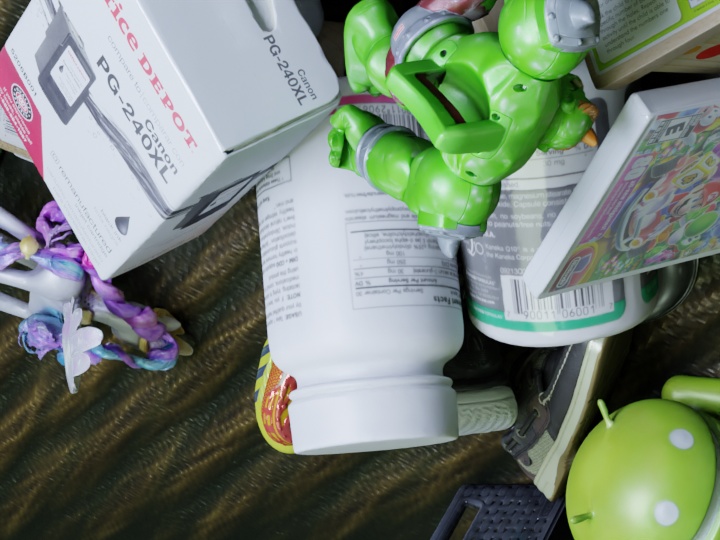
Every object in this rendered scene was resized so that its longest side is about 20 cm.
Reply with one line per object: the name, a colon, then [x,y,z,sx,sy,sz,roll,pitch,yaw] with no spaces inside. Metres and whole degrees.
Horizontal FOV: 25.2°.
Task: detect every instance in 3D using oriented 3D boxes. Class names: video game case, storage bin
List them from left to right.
storage bin: [0.124,0.262,1.137,0.093,0.135,0.201,-4,121,34]
video game case: [0.191,-0.052,0.826,0.018,0.199,0.144,60,147,27]

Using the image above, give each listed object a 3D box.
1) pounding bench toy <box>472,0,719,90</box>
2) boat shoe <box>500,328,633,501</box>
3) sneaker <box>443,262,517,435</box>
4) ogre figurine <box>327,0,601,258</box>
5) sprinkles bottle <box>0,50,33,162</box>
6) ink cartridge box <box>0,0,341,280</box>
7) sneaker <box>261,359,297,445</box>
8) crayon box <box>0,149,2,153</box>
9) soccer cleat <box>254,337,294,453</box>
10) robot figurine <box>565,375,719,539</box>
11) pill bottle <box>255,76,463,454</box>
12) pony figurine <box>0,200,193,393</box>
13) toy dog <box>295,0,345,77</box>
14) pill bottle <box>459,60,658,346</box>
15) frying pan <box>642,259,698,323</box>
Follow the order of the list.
pounding bench toy: [0.160,-0.153,0.779,0.199,0.155,0.125,-28,74,42]
boat shoe: [0.124,0.079,1.030,0.066,0.072,0.201,29,149,16]
sneaker: [0.047,0.053,1.071,0.200,0.075,0.115,155,112,-71]
ogre figurine: [0.045,-0.094,0.723,0.200,0.098,0.120,-46,50,25]
sprinkles bottle: [-0.186,-0.095,1.064,0.199,0.068,0.069,21,134,40]
ink cartridge box: [-0.113,-0.101,0.874,0.146,0.083,0.200,60,148,4]
sneaker: [-0.021,0.017,1.016,0.077,0.201,0.073,-3,150,45]
crayon box: [-0.336,-0.045,1.187,0.051,0.127,0.200,41,136,5]
soccer cleat: [-0.047,0.065,1.127,0.064,0.084,0.201,29,133,10]
robot figurine: [0.211,0.153,0.992,0.199,0.177,0.115,27,153,-26]
pill bottle: [0.000,0.000,0.918,0.113,0.113,0.202,-12,78,36]
pony figurine: [-0.211,0.003,1.147,0.199,0.168,0.193,23,163,1]
toy dog: [-0.046,-0.177,0.913,0.131,0.097,0.200,14,143,-19]
pill bottle: [0.104,-0.069,0.898,0.112,0.113,0.202,3,111,29]
frying pan: [0.120,-0.031,0.996,0.189,0.031,0.115,33,133,1]
